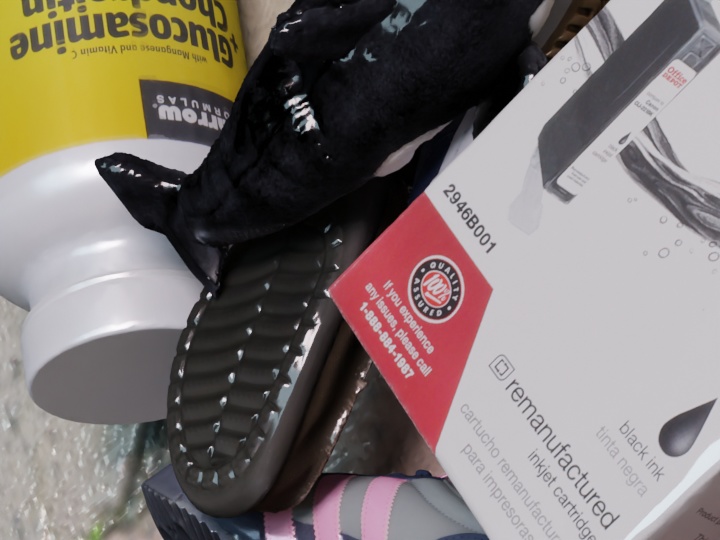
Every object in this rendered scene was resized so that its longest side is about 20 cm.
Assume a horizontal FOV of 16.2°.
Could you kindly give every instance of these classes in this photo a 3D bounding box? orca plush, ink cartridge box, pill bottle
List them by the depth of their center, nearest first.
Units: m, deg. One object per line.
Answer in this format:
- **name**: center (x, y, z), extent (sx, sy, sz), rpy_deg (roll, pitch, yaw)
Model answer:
- **ink cartridge box**: center (0.110, -0.004, 0.747), extent (0.200, 0.084, 0.144), rpy_deg (-45, 52, 14)
- **orca plush**: center (-0.015, -0.075, 0.795), extent (0.200, 0.071, 0.106), rpy_deg (-28, 67, 30)
- **pill bottle**: center (-0.094, -0.050, 0.946), extent (0.112, 0.112, 0.201), rpy_deg (-25, 60, 28)

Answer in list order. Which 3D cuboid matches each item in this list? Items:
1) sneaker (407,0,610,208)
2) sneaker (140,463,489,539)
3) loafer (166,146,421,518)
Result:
- **sneaker**: center (0.041, -0.097, 0.845), extent (0.108, 0.070, 0.201), rpy_deg (29, 99, 34)
- **sneaker**: center (0.007, 0.096, 0.860), extent (0.082, 0.070, 0.200), rpy_deg (-43, 38, -23)
- **loafer**: center (0.000, 0.000, 0.867), extent (0.073, 0.071, 0.200), rpy_deg (-2, 58, 49)
